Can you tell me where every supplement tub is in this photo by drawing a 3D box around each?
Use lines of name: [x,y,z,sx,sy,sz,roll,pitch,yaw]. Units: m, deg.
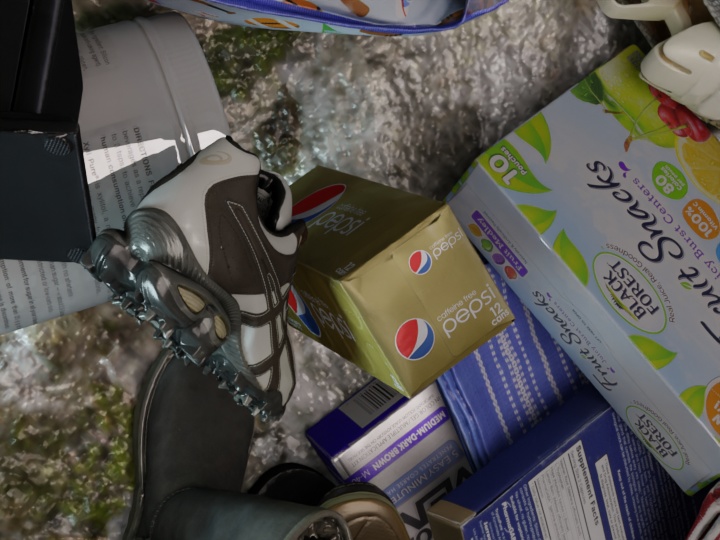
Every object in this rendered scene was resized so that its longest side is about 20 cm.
supplement tub: [-0.166,-0.039,0.900,0.199,0.132,0.133,-16,104,-12]

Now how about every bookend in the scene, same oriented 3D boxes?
bookend: [-0.206,-0.113,0.814,0.198,0.092,0.200,4,56,0]

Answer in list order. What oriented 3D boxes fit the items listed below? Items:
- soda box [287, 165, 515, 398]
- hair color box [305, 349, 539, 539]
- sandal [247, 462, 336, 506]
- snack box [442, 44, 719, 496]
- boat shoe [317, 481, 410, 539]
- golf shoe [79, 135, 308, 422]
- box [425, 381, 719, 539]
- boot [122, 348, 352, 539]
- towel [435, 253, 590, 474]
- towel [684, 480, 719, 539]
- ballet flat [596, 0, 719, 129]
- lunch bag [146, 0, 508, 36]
soda box: [0.000,0.000,0.916,0.064,0.200,0.068,-35,107,-11]
hair color box: [0.070,0.142,1.035,0.109,0.065,0.201,-37,109,-8]
sandal: [-0.073,0.199,1.012,0.075,0.048,0.201,28,91,-19]
snack box: [0.157,-0.004,0.973,0.142,0.053,0.200,-37,83,-33]
boat shoe: [-0.005,0.188,0.995,0.073,0.065,0.201,-4,123,-6]
golf shoe: [-0.053,0.006,0.850,0.078,0.200,0.095,33,80,16]
box: [0.123,0.128,0.979,0.200,0.032,0.122,-32,119,-33]
boot: [-0.062,0.117,0.910,0.072,0.200,0.183,9,83,-19]
towel: [0.122,0.040,1.009,0.199,0.024,0.146,-30,104,-32]
towel: [0.222,0.123,1.011,0.199,0.023,0.144,-29,153,-38]
ballet flat: [0.164,-0.134,0.979,0.072,0.072,0.201,-30,80,-8]
lunch bag: [-0.034,-0.175,0.894,0.199,0.170,0.125,14,98,-16]
